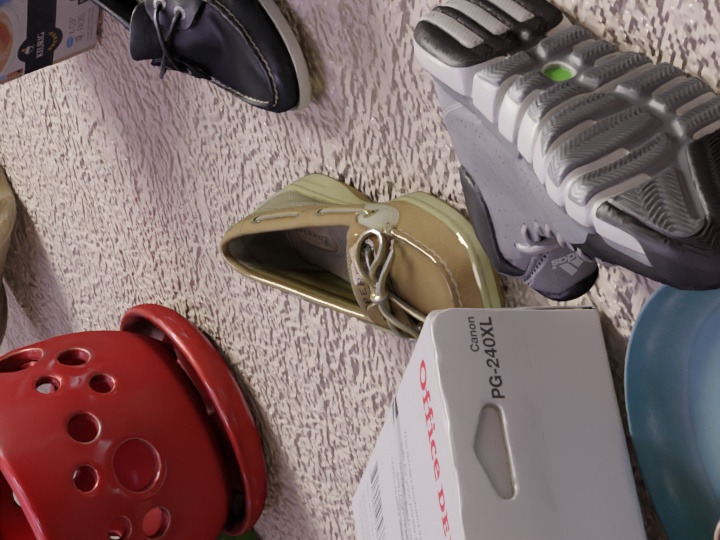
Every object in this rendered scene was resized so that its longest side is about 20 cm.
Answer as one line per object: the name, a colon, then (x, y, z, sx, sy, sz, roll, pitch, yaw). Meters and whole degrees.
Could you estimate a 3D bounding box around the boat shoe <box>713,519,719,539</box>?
boat shoe: (0.192, 0.086, 0.520, 0.199, 0.072, 0.073, -17, 69, 48)

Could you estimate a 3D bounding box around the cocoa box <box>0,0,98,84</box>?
cocoa box: (-0.243, -0.219, 1.084, 0.134, 0.130, 0.201, 54, 154, 20)

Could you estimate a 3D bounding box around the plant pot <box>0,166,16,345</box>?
plant pot: (-0.377, -0.015, 1.510, 0.202, 0.199, 0.184, 57, 143, 13)

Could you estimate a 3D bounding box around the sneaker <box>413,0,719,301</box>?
sneaker: (0.093, -0.024, 0.689, 0.200, 0.074, 0.116, 51, 159, 49)

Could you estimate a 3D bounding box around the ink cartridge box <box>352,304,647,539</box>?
ink cartridge box: (0.059, 0.126, 0.813, 0.201, 0.082, 0.147, 109, 157, -57)

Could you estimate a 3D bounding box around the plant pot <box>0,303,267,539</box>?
plant pot: (-0.172, 0.134, 1.223, 0.200, 0.181, 0.202, 45, 150, 36)

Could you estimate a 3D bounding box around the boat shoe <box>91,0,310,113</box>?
boat shoe: (-0.102, -0.138, 0.959, 0.199, 0.066, 0.075, 47, 150, 33)

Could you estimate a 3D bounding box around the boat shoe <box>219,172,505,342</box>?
boat shoe: (-0.001, -0.002, 0.892, 0.200, 0.063, 0.074, 25, 136, 55)

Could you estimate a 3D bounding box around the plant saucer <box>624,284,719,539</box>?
plant saucer: (0.175, 0.086, 0.671, 0.200, 0.027, 0.202, 46, 150, 37)

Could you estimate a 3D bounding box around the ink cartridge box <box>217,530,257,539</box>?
ink cartridge box: (-0.119, 0.287, 1.360, 0.059, 0.103, 0.201, 48, 152, 31)
